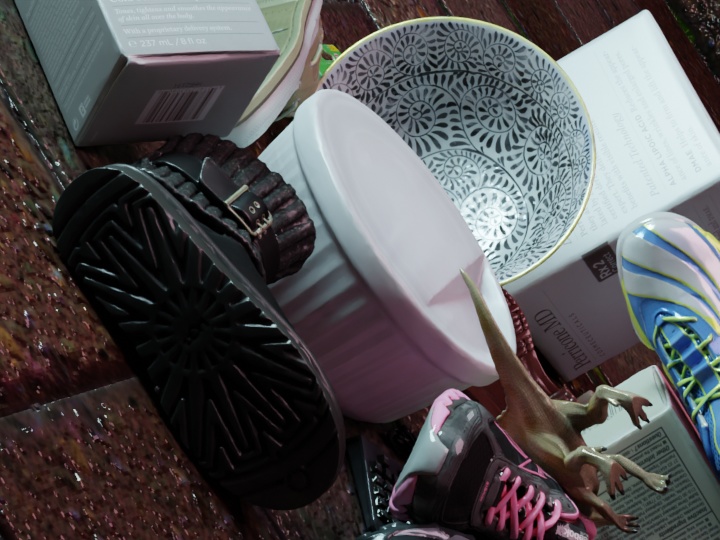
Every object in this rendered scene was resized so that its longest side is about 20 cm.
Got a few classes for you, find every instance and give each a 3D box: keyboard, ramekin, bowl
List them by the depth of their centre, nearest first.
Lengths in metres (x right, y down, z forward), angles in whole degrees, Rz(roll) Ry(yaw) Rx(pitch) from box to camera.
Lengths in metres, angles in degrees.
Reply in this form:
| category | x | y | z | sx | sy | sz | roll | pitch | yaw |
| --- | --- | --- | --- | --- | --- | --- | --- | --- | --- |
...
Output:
| category | x | y | z | sx | sy | sz | roll | pitch | yaw |
| --- | --- | --- | --- | --- | --- | --- | --- | --- | --- |
| keyboard | 0.056 | 0.151 | 1.384 | 0.200 | 0.021 | 0.128 | 41 | 23 | -41 |
| ramekin | 0.000 | 0.000 | 1.385 | 0.203 | 0.094 | 0.203 | 48 | 19 | -22 |
| bowl | 0.057 | -0.060 | 1.554 | 0.094 | 0.200 | 0.202 | 84 | -20 | -68 |

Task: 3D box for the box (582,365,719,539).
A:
| category | x | y | z | sx | sy | sz | roll | pitch | yaw |
| --- | --- | --- | --- | --- | --- | --- | --- | --- | --- |
| box | 0.187 | 0.183 | 1.448 | 0.201 | 0.127 | 0.109 | 58 | 8 | -9 |

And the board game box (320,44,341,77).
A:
| category | x | y | z | sx | sy | sz | roll | pitch | yaw |
| --- | --- | --- | --- | --- | --- | --- | --- | --- | --- |
| board game box | 0.016 | -0.076 | 1.664 | 0.201 | 0.030 | 0.095 | 60 | 15 | 5 |

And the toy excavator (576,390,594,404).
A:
| category | x | y | z | sx | sy | sz | roll | pitch | yaw |
| --- | --- | --- | --- | --- | --- | --- | --- | --- | --- |
| toy excavator | 0.205 | 0.191 | 1.608 | 0.195 | 0.100 | 0.200 | 54 | 5 | -10 |

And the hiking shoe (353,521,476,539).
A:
| category | x | y | z | sx | sy | sz | roll | pitch | yaw |
| --- | --- | --- | --- | --- | --- | --- | --- | --- | --- |
| hiking shoe | 0.063 | 0.206 | 1.215 | 0.200 | 0.074 | 0.087 | 43 | 21 | -34 |

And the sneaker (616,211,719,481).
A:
| category | x | y | z | sx | sy | sz | roll | pitch | yaw |
| --- | --- | --- | --- | --- | --- | --- | --- | --- | --- |
| sneaker | 0.219 | 0.060 | 1.375 | 0.201 | 0.075 | 0.105 | 58 | 9 | -14 |

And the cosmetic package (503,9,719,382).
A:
| category | x | y | z | sx | sy | sz | roll | pitch | yaw |
| --- | --- | --- | --- | --- | --- | --- | --- | --- | --- |
| cosmetic package | 0.185 | -0.053 | 1.747 | 0.165 | 0.199 | 0.166 | 46 | 17 | -56 |

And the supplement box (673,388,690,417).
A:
| category | x | y | z | sx | sy | sz | roll | pitch | yaw |
| --- | --- | --- | --- | --- | --- | --- | --- | --- | --- |
| supplement box | 0.278 | 0.146 | 1.661 | 0.132 | 0.103 | 0.200 | 63 | -25 | 19 |

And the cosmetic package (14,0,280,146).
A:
| category | x | y | z | sx | sy | sz | roll | pitch | yaw |
| --- | --- | --- | --- | --- | --- | --- | --- | --- | --- |
| cosmetic package | -0.137 | -0.173 | 1.300 | 0.106 | 0.090 | 0.201 | -8 | 62 | -35 |

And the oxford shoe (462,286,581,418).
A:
| category | x | y | z | sx | sy | sz | roll | pitch | yaw |
| --- | --- | --- | --- | --- | --- | --- | --- | --- | --- |
| oxford shoe | 0.092 | 0.079 | 1.567 | 0.201 | 0.070 | 0.075 | 58 | -15 | 25 |

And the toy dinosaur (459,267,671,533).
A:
| category | x | y | z | sx | sy | sz | roll | pitch | yaw |
| --- | --- | --- | --- | --- | --- | --- | --- | --- | --- |
| toy dinosaur | 0.112 | 0.094 | 1.303 | 0.058 | 0.101 | 0.201 | -52 | 129 | -33 |

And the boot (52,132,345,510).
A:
| category | x | y | z | sx | sy | sz | roll | pitch | yaw |
| --- | --- | --- | --- | --- | --- | --- | --- | --- | --- |
| boot | -0.061 | 0.019 | 1.219 | 0.212 | 0.079 | 0.158 | 56 | 18 | 4 |

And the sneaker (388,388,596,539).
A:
| category | x | y | z | sx | sy | sz | roll | pitch | yaw |
| --- | --- | --- | --- | --- | --- | --- | --- | --- | --- |
| sneaker | 0.081 | 0.126 | 1.257 | 0.095 | 0.079 | 0.200 | 25 | -6 | 23 |

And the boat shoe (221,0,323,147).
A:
| category | x | y | z | sx | sy | sz | roll | pitch | yaw |
| --- | --- | --- | --- | --- | --- | --- | --- | --- | --- |
| boat shoe | -0.057 | -0.130 | 1.485 | 0.201 | 0.074 | 0.069 | -69 | 146 | -50 |
